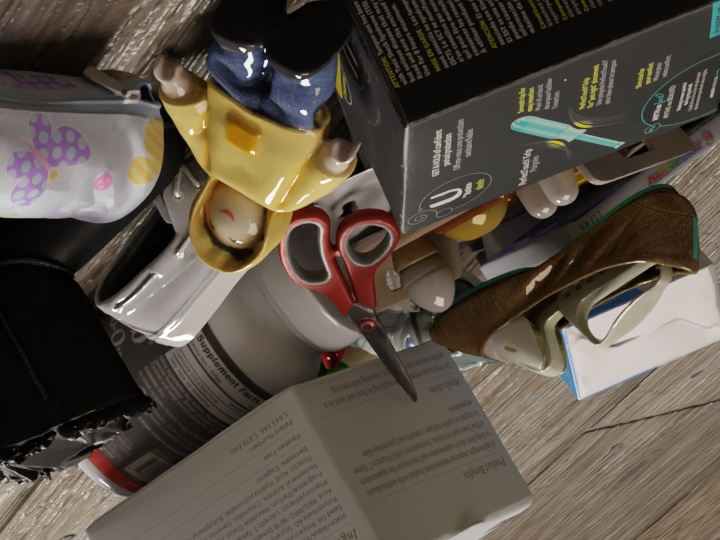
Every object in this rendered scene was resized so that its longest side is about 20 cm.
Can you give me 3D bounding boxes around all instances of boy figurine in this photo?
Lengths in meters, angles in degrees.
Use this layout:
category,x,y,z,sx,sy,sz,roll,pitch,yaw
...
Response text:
category,x,y,z,sx,sy,sz,roll,pitch,yaw
boy figurine,-0.061,-0.076,1.533,0.064,0.124,0.200,-56,171,-37

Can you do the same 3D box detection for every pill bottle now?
category,x,y,z,sx,sy,sz,roll,pitch,yaw
pill bottle,-0.098,0.051,1.803,0.200,0.116,0.116,-34,159,20

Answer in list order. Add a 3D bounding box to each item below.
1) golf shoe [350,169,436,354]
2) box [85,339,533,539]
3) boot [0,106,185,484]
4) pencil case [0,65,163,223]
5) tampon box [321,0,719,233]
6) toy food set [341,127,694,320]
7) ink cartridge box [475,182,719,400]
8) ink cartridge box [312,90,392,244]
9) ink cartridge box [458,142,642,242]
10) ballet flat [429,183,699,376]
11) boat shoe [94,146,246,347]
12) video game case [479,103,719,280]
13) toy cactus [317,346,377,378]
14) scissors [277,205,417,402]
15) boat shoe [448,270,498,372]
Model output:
category,x,y,z,sx,sy,sz,roll,pitch,yaw
golf shoe,0.000,0.000,1.861,0.097,0.078,0.200,2,145,11
box,-0.030,0.158,1.815,0.200,0.131,0.199,-36,169,29
boot,-0.162,0.016,1.566,0.198,0.163,0.073,-25,161,-1
pencil case,-0.193,-0.067,1.435,0.091,0.083,0.200,-25,165,40
tampon box,0.089,-0.135,1.545,0.200,0.126,0.150,-22,159,-9
toy food set,0.097,-0.030,1.729,0.200,0.060,0.143,-28,176,33
ink cartridge box,0.157,-0.007,1.946,0.115,0.200,0.068,-23,125,-9
ink cartridge box,0.053,-0.096,1.685,0.200,0.068,0.116,-26,161,-2
ink cartridge box,0.128,-0.092,1.832,0.200,0.042,0.119,-31,160,7
ballet flat,0.130,0.021,1.748,0.200,0.072,0.068,-30,154,25
boat shoe,-0.093,-0.039,1.661,0.068,0.072,0.200,21,131,-23
video game case,0.182,-0.062,1.867,0.200,0.018,0.143,-36,-176,-22
toy cactus,-0.054,0.088,2.011,0.165,0.102,0.200,-39,176,-42
scissors,-0.006,0.024,1.706,0.073,0.014,0.200,-8,143,1
boat shoe,0.066,0.050,2.004,0.062,0.073,0.200,-41,-178,-13
